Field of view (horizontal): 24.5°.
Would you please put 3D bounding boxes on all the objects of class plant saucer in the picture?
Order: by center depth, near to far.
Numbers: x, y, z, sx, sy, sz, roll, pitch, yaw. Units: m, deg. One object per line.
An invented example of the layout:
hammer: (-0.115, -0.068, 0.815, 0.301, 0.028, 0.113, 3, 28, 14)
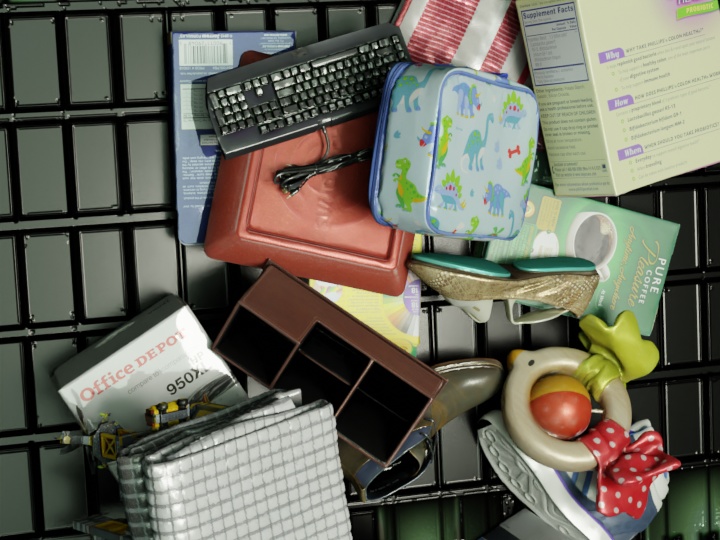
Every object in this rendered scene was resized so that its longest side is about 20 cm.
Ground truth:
plant saucer: (-0.030, -0.091, 1.553, 0.200, 0.037, 0.200, 12, 86, -16)

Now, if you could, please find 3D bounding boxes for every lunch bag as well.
lunch bag: (0.089, -0.110, 1.537, 0.200, 0.082, 0.161, 2, 96, -57)

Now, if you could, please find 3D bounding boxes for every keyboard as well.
keyboard: (-0.036, -0.144, 1.523, 0.200, 0.021, 0.127, -20, 94, -15)

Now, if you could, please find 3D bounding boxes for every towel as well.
towel: (-0.107, 0.202, 1.415, 0.200, 0.086, 0.166, -19, 105, -41)
towel: (0.129, -0.222, 1.638, 0.200, 0.023, 0.144, 25, 87, -17)

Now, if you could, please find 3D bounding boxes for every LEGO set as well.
LEGO set: (-0.186, 0.203, 1.476, 0.154, 0.116, 0.200, -20, 108, -42)

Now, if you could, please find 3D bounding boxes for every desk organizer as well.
desk organizer: (-0.030, 0.086, 1.517, 0.200, 0.077, 0.072, 34, 125, 2)

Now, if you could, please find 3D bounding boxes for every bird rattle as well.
bird rattle: (0.217, 0.144, 1.624, 0.163, 0.113, 0.200, 4, 69, -7)

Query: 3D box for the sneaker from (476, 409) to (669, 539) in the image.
sneaker: (0.226, 0.183, 1.687, 0.200, 0.081, 0.146, 48, 65, -4)

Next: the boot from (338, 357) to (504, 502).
boot: (0.064, 0.157, 1.608, 0.200, 0.097, 0.075, -23, 132, -8)

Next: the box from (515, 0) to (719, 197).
box: (0.265, -0.188, 1.620, 0.176, 0.097, 0.200, -19, 102, -30)

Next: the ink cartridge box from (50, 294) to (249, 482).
ink cartridge box: (-0.175, 0.145, 1.553, 0.145, 0.084, 0.200, -34, 103, -9)

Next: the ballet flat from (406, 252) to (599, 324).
ballet flat: (0.137, 0.020, 1.593, 0.200, 0.071, 0.065, 3, 105, -18)

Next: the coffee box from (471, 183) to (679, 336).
coffee box: (0.213, -0.014, 1.671, 0.200, 0.044, 0.123, 13, 92, -16)

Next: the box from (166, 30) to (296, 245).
box: (-0.120, -0.126, 1.570, 0.121, 0.032, 0.200, -2, 94, -16)

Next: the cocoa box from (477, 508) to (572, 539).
cocoa box: (0.172, 0.340, 1.612, 0.131, 0.200, 0.133, -33, 104, -10)

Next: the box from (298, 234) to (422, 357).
box: (0.000, 0.000, 1.610, 0.117, 0.048, 0.200, 1, 92, -16)
